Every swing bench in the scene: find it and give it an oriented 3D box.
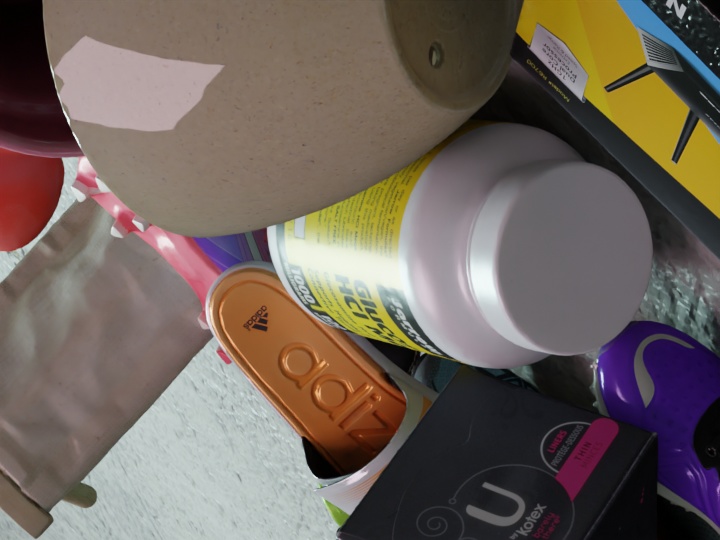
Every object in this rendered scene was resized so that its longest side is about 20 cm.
[{"bbox_3d":[-0.152,0.032,1.471,0.130,0.199,0.200,43,-179,2],"label":"swing bench"}]

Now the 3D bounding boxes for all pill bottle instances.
[{"bbox_3d":[0.046,-0.015,1.194,0.113,0.112,0.200,59,159,-21],"label":"pill bottle"}]

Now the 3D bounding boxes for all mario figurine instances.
[{"bbox_3d":[-0.227,-0.086,1.543,0.106,0.123,0.201,36,-151,-44],"label":"mario figurine"}]

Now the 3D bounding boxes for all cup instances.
[{"bbox_3d":[-0.016,-0.116,1.087,0.142,0.201,0.201,-1,129,38],"label":"cup"}]

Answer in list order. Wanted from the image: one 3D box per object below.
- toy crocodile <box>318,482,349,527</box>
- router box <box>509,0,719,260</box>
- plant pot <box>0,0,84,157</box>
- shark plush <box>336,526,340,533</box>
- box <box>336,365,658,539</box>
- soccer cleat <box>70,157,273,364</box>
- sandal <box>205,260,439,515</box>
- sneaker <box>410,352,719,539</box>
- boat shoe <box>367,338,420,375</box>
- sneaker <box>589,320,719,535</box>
[{"bbox_3d":[0.019,0.097,1.426,0.062,0.067,0.200,62,-161,1],"label":"toy crocodile"},{"bbox_3d":[0.150,-0.063,0.970,0.200,0.051,0.149,46,161,15],"label":"router box"},{"bbox_3d":[-0.163,-0.177,1.289,0.201,0.199,0.179,61,174,-26],"label":"plant pot"},{"bbox_3d":[0.045,0.151,1.620,0.200,0.091,0.084,42,-167,-48],"label":"shark plush"},{"bbox_3d":[0.068,0.165,1.183,0.105,0.122,0.201,19,139,24],"label":"box"},{"bbox_3d":[-0.067,-0.011,1.340,0.200,0.077,0.067,46,155,-20],"label":"soccer cleat"},{"bbox_3d":[-0.003,0.083,1.288,0.206,0.079,0.059,41,-159,-7],"label":"sandal"},{"bbox_3d":[0.113,0.099,1.335,0.200,0.079,0.096,41,145,10],"label":"sneaker"},{"bbox_3d":[0.002,-0.001,1.376,0.066,0.074,0.201,46,154,49],"label":"boat shoe"},{"bbox_3d":[0.193,0.094,1.147,0.200,0.070,0.099,49,153,-1],"label":"sneaker"}]
